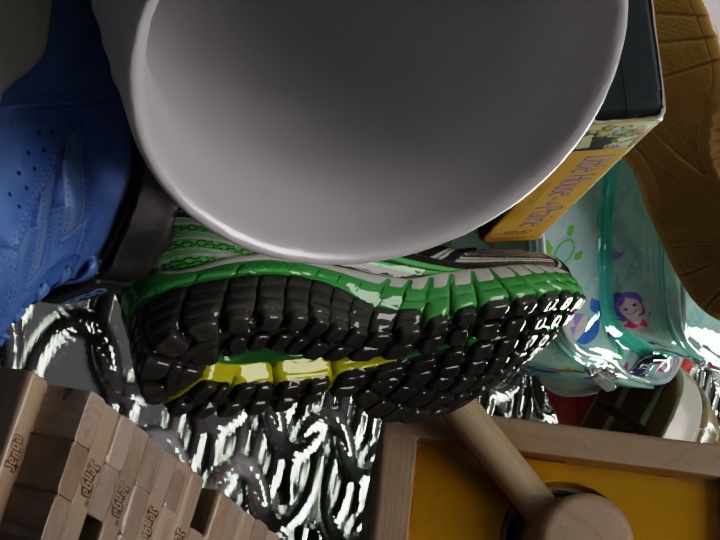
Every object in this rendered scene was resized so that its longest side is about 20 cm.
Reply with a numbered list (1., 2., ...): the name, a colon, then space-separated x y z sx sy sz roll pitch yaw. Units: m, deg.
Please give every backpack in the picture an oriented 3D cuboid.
1. backpack: 0.101 -0.038 0.998 0.199 0.150 0.179 19 79 -55

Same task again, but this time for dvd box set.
1. dvd box set: 0.064 -0.100 0.811 0.200 0.029 0.148 127 -43 -78

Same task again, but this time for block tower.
1. block tower: -0.079 0.098 0.788 0.200 0.054 0.058 44 58 -54

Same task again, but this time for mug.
1. mug: 0.006 -0.127 0.679 0.148 0.199 0.176 49 12 -41

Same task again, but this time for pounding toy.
1. pounding toy: 0.065 0.124 0.903 0.142 0.182 0.201 100 -3 -61

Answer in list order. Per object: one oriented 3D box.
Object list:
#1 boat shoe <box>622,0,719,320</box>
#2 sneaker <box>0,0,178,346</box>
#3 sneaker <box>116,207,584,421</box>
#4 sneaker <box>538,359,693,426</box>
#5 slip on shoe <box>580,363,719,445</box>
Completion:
1. boat shoe: 0.135 -0.073 0.883 0.069 0.070 0.201 -51 129 -36
2. sneaker: -0.110 0.003 0.689 0.111 0.076 0.202 32 61 -48
3. sneaker: 0.000 0.000 0.812 0.199 0.078 0.086 6 51 -39
4. sneaker: 0.160 0.041 1.184 0.200 0.071 0.113 -41 127 -40
5. slip on shoe: 0.108 0.137 1.070 0.061 0.076 0.201 45 70 -39
